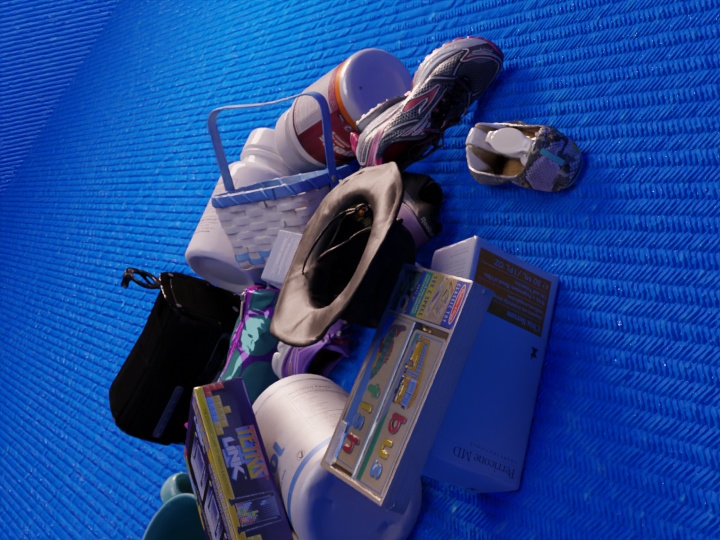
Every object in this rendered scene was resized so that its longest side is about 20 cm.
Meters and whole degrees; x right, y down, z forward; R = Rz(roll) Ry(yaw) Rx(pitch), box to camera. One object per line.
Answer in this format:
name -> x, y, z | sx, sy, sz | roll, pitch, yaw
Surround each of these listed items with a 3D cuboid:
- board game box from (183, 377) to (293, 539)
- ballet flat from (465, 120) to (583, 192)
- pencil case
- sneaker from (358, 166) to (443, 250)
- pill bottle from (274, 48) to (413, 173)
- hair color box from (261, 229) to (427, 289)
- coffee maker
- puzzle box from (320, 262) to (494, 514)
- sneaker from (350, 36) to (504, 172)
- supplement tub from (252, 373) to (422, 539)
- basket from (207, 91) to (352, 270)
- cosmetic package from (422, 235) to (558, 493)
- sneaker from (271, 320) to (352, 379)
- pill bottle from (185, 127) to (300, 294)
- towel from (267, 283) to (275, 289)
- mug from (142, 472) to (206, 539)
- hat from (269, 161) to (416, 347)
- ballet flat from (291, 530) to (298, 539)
board game box -> -0.121, 0.234, 1.310 | 0.166, 0.056, 0.202 | 111, 144, -57
ballet flat -> 0.144, -0.121, 1.306 | 0.073, 0.071, 0.200 | -67, 24, -2
pencil case -> -0.138, 0.117, 1.637 | 0.085, 0.092, 0.202 | 13, 81, 65
sneaker -> 0.053, -0.076, 1.475 | 0.087, 0.076, 0.201 | -27, 30, 13
pill bottle -> -0.023, -0.192, 1.655 | 0.199, 0.109, 0.111 | -25, 47, 56
hair color box -> -0.001, 0.015, 1.376 | 0.199, 0.099, 0.061 | 14, 79, 47
coffee maker -> -0.257, 0.111, 1.745 | 0.201, 0.191, 0.135 | -59, 6, 20
puzzle box -> 0.037, 0.097, 1.139 | 0.133, 0.025, 0.202 | 15, 82, 64
sneaker -> 0.081, -0.171, 1.445 | 0.200, 0.080, 0.075 | -42, 40, 16
supplement tub -> -0.031, 0.194, 1.308 | 0.133, 0.131, 0.200 | -64, 25, 4
basket -> -0.100, -0.108, 1.610 | 0.175, 0.139, 0.202 | -3, 106, 35
cosmetic package -> 0.102, 0.085, 1.171 | 0.071, 0.101, 0.202 | -19, 53, 57
sneaker -> -0.026, 0.056, 1.514 | 0.083, 0.080, 0.202 | 34, 107, 48
pill bottle -> -0.143, -0.080, 1.744 | 0.114, 0.114, 0.202 | -17, 46, 59
towel -> -0.141, 0.009, 1.829 | 0.144, 0.024, 0.202 | 6, 75, 62
mug -> -0.160, 0.318, 1.455 | 0.151, 0.114, 0.187 | -14, 61, 47
hat -> 0.000, 0.000, 1.243 | 0.200, 0.081, 0.202 | -41, 28, 28
ballet flat -> -0.054, 0.297, 1.338 | 0.069, 0.067, 0.200 | -67, 25, 4
